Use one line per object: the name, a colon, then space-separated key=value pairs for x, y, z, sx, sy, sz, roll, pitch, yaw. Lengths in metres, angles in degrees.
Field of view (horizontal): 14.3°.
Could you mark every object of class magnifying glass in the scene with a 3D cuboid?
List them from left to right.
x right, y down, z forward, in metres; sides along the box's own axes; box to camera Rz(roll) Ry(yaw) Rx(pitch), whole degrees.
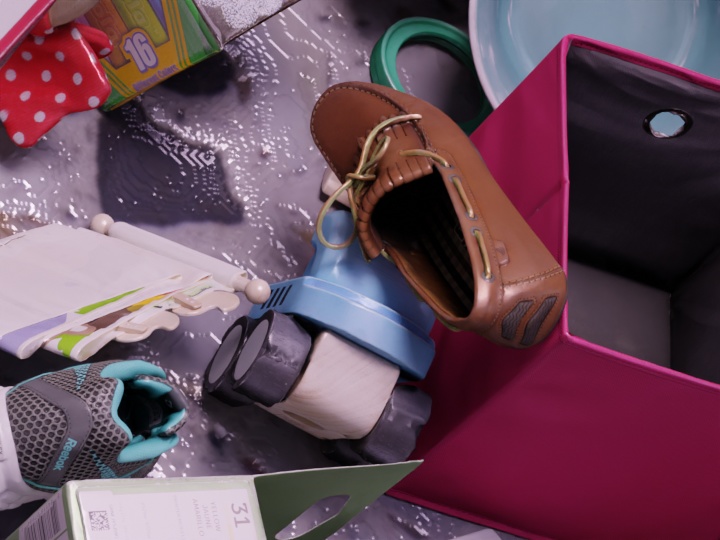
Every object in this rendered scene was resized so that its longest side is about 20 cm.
magnifying glass: x=0.093 y=-0.084 z=1.742 sx=0.199 sy=0.022 sz=0.080 roll=34 pitch=50 yaw=-10

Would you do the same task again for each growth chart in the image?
growth chart: x=-0.157 y=0.011 z=1.479 sx=0.199 sy=0.018 sz=0.144 roll=-16 pitch=32 yaw=-40

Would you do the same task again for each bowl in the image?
bowl: x=0.153 y=-0.151 z=1.709 sx=0.199 sy=0.105 sz=0.202 roll=-1 pitch=96 yaw=-8

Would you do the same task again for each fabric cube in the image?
fabric cube: x=0.145 y=0.024 z=1.593 sx=0.195 sy=0.199 sz=0.201 roll=17 pitch=55 yaw=-21

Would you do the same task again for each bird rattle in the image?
bird rattle: x=-0.192 y=-0.172 z=1.513 sx=0.200 sy=0.163 sz=0.113 roll=54 pitch=45 yaw=-3

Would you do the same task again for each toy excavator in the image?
toy excavator: x=0.000 y=0.000 z=1.572 sx=0.100 sy=0.194 sz=0.201 roll=29 pitch=79 yaw=-13

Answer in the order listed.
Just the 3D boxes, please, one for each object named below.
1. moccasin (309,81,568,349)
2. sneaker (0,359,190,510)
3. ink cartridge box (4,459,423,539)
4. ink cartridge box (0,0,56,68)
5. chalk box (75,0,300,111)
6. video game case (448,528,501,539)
moccasin: x=0.026 y=-0.032 z=1.482 sx=0.077 sy=0.074 sz=0.202 roll=7 pitch=37 yaw=-38
sneaker: x=-0.121 y=0.079 z=1.422 sx=0.200 sy=0.091 sz=0.078 roll=-8 pitch=84 yaw=-75
ink cartridge box: x=-0.081 y=0.144 z=1.417 sx=0.199 sy=0.145 sz=0.048 roll=1 pitch=64 yaw=-31
ink cartridge box: x=-0.251 y=-0.076 z=1.411 sx=0.084 sy=0.200 sz=0.145 roll=42 pitch=49 yaw=-6
chalk box: x=-0.122 y=-0.214 z=1.592 sx=0.124 sy=0.124 sz=0.201 roll=-35 pitch=99 yaw=-39
video game case: x=0.081 y=0.224 z=1.478 sx=0.200 sy=0.024 sz=0.182 roll=50 pitch=25 yaw=18
